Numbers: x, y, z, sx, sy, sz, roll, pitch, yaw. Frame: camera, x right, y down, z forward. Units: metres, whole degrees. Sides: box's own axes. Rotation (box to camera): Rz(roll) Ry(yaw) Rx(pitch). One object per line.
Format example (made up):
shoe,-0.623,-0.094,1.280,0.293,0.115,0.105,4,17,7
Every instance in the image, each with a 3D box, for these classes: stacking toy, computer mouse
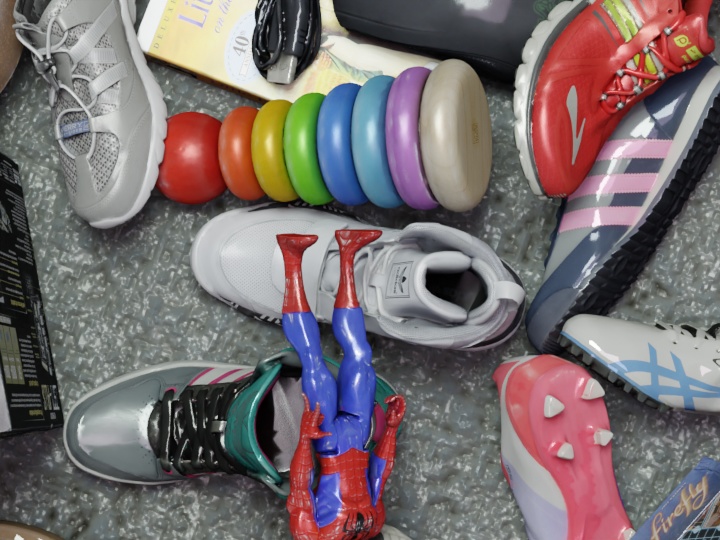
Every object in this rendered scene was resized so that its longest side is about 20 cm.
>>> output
stacking toy,-0.030,-0.072,1.170,0.199,0.085,0.086,-2,86,20
computer mouse,0.042,-0.161,1.176,0.199,0.053,0.139,11,85,-2

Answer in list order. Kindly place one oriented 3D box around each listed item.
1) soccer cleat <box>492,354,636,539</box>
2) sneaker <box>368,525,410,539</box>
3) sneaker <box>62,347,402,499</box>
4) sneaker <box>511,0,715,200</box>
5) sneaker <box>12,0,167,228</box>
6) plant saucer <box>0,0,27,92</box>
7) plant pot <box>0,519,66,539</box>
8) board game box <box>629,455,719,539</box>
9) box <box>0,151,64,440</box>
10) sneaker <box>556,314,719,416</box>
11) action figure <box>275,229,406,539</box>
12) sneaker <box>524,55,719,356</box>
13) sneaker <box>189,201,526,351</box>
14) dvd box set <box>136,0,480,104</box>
soccer cleat,0.119,0.144,1.190,0.067,0.076,0.201,-17,105,-23
sneaker,-0.032,0.232,1.164,0.200,0.077,0.085,-46,127,9
sneaker,-0.073,0.089,1.153,0.199,0.121,0.084,-5,87,-2
sneaker,0.153,-0.126,1.142,0.085,0.077,0.200,17,69,37
sneaker,-0.168,-0.121,1.172,0.075,0.082,0.201,-17,78,37
plant saucer,-0.291,-0.152,1.166,0.200,0.032,0.201,3,61,-6
plant pot,-0.220,0.243,1.155,0.200,0.093,0.202,0,85,-1
board game box,0.177,0.222,1.166,0.200,0.035,0.135,-47,116,-4
box,-0.229,0.015,1.114,0.086,0.200,0.164,-11,87,-1
sneaker,0.208,0.053,1.178,0.199,0.072,0.073,16,99,-14
action figure,-0.011,0.080,1.093,0.065,0.052,0.201,-6,96,-37
sneaker,0.141,-0.046,1.204,0.082,0.070,0.200,33,87,23
sneaker,0.000,0.000,1.163,0.199,0.115,0.075,11,86,-1
dvd box set,-0.018,-0.161,1.216,0.199,0.029,0.147,22,86,0
